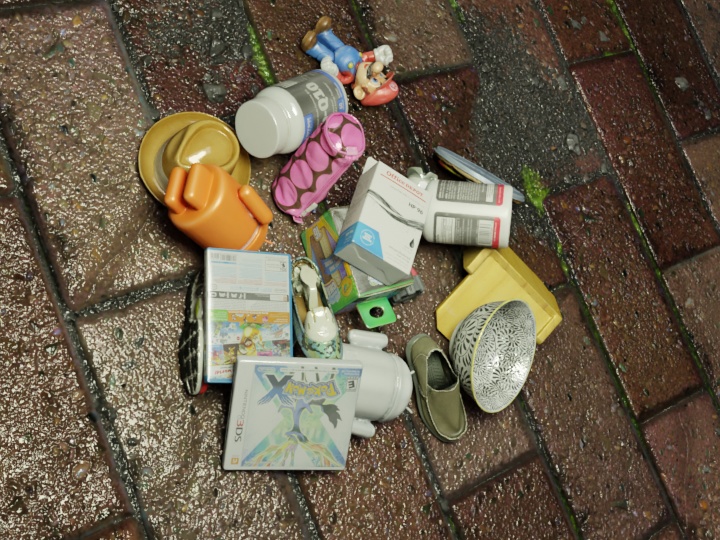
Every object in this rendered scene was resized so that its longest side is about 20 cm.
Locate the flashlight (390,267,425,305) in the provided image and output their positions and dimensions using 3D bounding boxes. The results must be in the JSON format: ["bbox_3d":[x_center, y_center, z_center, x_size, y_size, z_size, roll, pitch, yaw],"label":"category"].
[{"bbox_3d":[0.051,-0.042,1.648,0.067,0.068,0.203,-11,73,-37],"label":"flashlight"}]

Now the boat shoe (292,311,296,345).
[{"bbox_3d":[-0.138,0.108,1.481,0.074,0.065,0.203,39,58,-12],"label":"boat shoe"}]

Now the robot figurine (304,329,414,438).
[{"bbox_3d":[0.002,0.184,1.505,0.197,0.112,0.173,13,82,-25],"label":"robot figurine"}]

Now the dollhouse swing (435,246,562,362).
[{"bbox_3d":[0.246,0.064,1.735,0.200,0.176,0.182,43,16,-9],"label":"dollhouse swing"}]

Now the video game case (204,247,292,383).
[{"bbox_3d":[-0.171,0.071,1.411,0.141,0.018,0.204,4,77,-30],"label":"video game case"}]

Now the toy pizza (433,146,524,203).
[{"bbox_3d":[0.221,-0.174,1.742,0.198,0.201,0.032,25,104,-20],"label":"toy pizza"}]

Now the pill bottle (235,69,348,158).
[{"bbox_3d":[-0.117,-0.267,1.573,0.115,0.113,0.199,55,41,-1],"label":"pill bottle"}]

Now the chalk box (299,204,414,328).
[{"bbox_3d":[0.000,0.000,1.566,0.123,0.123,0.203,-12,79,-33],"label":"chalk box"}]

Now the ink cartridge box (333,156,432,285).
[{"bbox_3d":[0.044,-0.094,1.509,0.115,0.068,0.203,29,60,-20],"label":"ink cartridge box"}]

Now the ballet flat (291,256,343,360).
[{"bbox_3d":[-0.076,0.062,1.454,0.073,0.075,0.202,-3,52,-30],"label":"ballet flat"}]

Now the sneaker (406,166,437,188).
[{"bbox_3d":[0.164,-0.114,1.737,0.197,0.074,0.090,21,73,-15],"label":"sneaker"}]

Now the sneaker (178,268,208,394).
[{"bbox_3d":[-0.228,0.096,1.431,0.084,0.077,0.204,17,65,-29],"label":"sneaker"}]

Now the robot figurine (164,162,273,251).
[{"bbox_3d":[-0.219,-0.087,1.438,0.200,0.143,0.117,44,9,-49],"label":"robot figurine"}]

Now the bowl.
[{"bbox_3d":[0.217,0.137,1.607,0.199,0.093,0.205,-19,116,-44],"label":"bowl"}]

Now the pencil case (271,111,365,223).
[{"bbox_3d":[-0.068,-0.170,1.541,0.089,0.200,0.095,11,52,-30],"label":"pencil case"}]

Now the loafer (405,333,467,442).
[{"bbox_3d":[0.134,0.208,1.570,0.074,0.069,0.203,-28,106,-17],"label":"loafer"}]

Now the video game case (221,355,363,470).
[{"bbox_3d":[-0.104,0.221,1.406,0.196,0.022,0.186,4,109,-19],"label":"video game case"}]

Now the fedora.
[{"bbox_3d":[-0.261,-0.185,1.505,0.197,0.082,0.204,10,67,-25],"label":"fedora"}]

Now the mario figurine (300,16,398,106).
[{"bbox_3d":[-0.008,-0.392,1.708,0.199,0.106,0.124,37,93,-4],"label":"mario figurine"}]

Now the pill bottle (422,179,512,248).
[{"bbox_3d":[0.168,-0.102,1.632,0.196,0.111,0.113,6,65,9],"label":"pill bottle"}]
